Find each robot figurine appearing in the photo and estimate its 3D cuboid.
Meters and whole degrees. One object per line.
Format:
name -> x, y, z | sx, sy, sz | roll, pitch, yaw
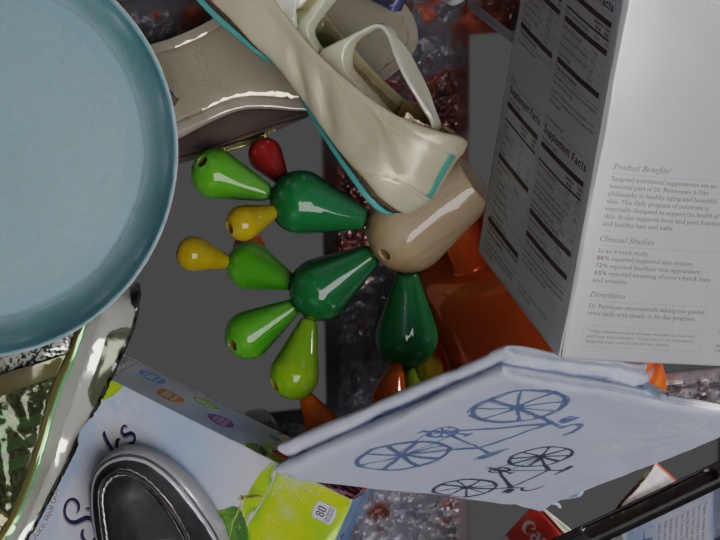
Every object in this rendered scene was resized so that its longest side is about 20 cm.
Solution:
robot figurine -> 0.107, 0.035, 1.520 | 0.144, 0.116, 0.201 | -36, 115, -28

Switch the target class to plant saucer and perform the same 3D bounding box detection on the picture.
plant saucer -> -0.187, -0.059, 1.303 | 0.198, 0.027, 0.202 | 0, 93, 0

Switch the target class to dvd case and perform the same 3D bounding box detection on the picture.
dvd case -> 0.168, 0.187, 1.573 | 0.199, 0.018, 0.143 | -22, 132, -22

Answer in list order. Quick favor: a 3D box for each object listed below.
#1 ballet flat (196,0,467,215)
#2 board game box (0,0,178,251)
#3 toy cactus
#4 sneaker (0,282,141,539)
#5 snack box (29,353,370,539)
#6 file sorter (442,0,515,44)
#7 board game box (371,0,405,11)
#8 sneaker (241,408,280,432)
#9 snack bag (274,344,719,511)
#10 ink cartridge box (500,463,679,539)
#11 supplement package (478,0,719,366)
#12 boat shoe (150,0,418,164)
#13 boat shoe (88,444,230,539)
ballet flat -> -0.018, -0.119, 1.394 | 0.069, 0.069, 0.200 | -41, 79, 0
board game box -> -0.217, -0.109, 1.362 | 0.159, 0.097, 0.200 | -41, 92, 1
toy cactus -> 0.000, 0.000, 1.445 | 0.165, 0.102, 0.201 | -35, 90, 15
sneaker -> -0.192, 0.080, 1.412 | 0.088, 0.077, 0.201 | 27, 91, -4
snack box -> -0.118, 0.151, 1.480 | 0.199, 0.068, 0.170 | 25, 100, 9
file sorter -> 0.139, -0.164, 1.454 | 0.199, 0.139, 0.125 | 28, 100, -21
board game box -> 0.006, -0.257, 1.414 | 0.135, 0.035, 0.201 | 28, 99, 5
sneaker -> -0.088, 0.175, 1.538 | 0.080, 0.070, 0.202 | 8, 105, -15
snack bag -> 0.086, 0.085, 1.401 | 0.199, 0.188, 0.022 | 11, 63, -38
ink cartridge box -> 0.118, 0.195, 1.592 | 0.200, 0.050, 0.109 | -48, 137, 3
supplement package -> 0.163, -0.073, 1.337 | 0.151, 0.151, 0.201 | 3, 110, -16
boat shoe -> -0.066, -0.102, 1.460 | 0.199, 0.060, 0.072 | -20, 79, -10
boat shoe -> -0.097, 0.191, 1.412 | 0.069, 0.066, 0.201 | -16, 94, 12
